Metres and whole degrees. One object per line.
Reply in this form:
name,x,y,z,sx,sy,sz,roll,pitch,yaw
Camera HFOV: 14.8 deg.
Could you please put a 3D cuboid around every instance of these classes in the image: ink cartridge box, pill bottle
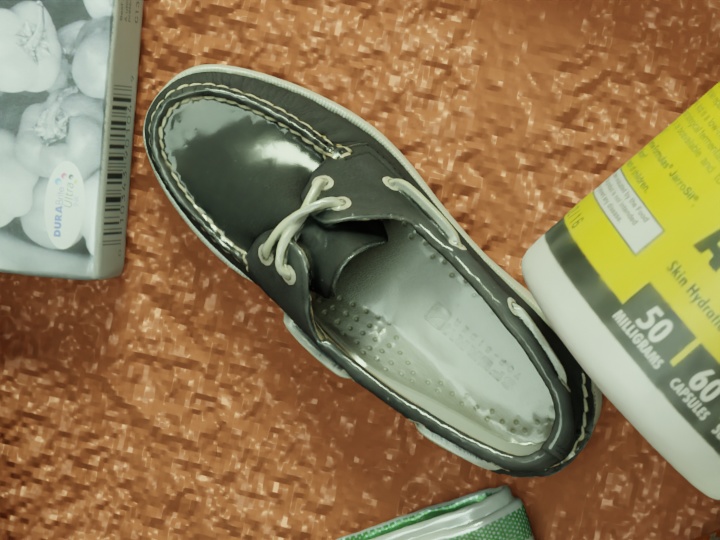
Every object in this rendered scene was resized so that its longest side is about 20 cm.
ink cartridge box,-0.178,-0.104,1.015,0.199,0.043,0.199,5,94,11
pill bottle,0.160,-0.026,0.923,0.200,0.111,0.111,-42,85,9

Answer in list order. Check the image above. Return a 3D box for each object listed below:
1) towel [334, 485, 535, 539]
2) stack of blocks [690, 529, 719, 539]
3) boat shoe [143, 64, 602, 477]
towel,0.019,0.193,0.999,0.149,0.031,0.201,-19,89,11
stack of blocks,0.134,0.149,0.890,0.058,0.200,0.115,-21,90,11
boat shoe,0.000,0.000,0.978,0.200,0.060,0.074,44,100,6
